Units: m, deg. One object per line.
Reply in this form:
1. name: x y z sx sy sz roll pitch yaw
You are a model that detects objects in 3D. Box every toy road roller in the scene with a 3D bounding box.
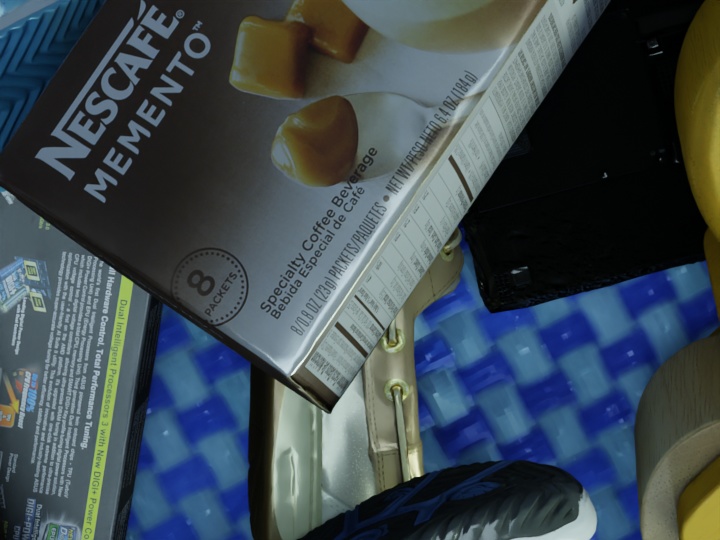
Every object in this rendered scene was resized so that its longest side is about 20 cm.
1. toy road roller: 0.138 -0.005 0.871 0.146 0.123 0.200 41 106 -9

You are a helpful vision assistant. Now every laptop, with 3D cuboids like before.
1. laptop: 0.099 -0.111 0.932 0.177 0.103 0.200 -15 122 5

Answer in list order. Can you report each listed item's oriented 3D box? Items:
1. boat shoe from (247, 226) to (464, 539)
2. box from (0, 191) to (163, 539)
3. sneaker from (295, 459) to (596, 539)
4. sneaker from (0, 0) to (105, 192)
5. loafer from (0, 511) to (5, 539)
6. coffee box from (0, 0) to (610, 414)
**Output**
1. boat shoe: 0.000 0.000 0.927 0.066 0.074 0.200 2 100 -10
2. box: -0.148 0.010 0.944 0.160 0.044 0.200 9 98 1
3. sneaker: -0.008 0.128 0.876 0.200 0.076 0.077 -32 96 11
4. sneaker: -0.095 -0.102 0.884 0.081 0.077 0.200 34 65 22
5. loafer: -0.150 0.027 0.886 0.071 0.073 0.200 -32 104 -13
6. coffee box: -0.004 -0.073 0.841 0.114 0.080 0.200 34 86 12
